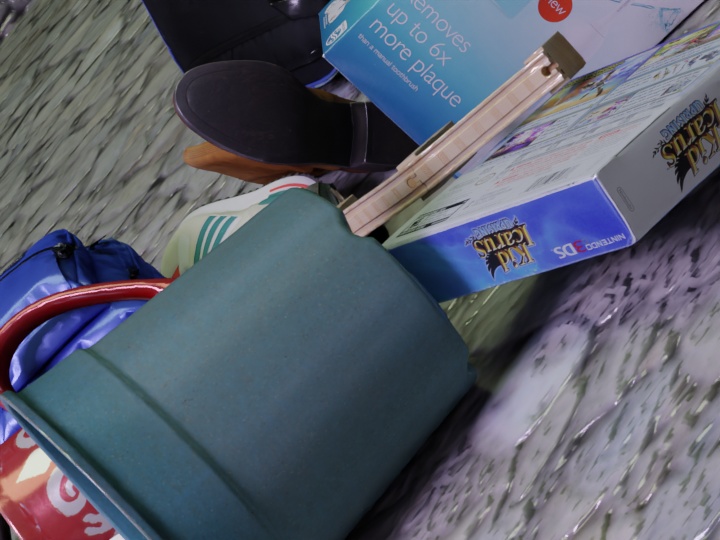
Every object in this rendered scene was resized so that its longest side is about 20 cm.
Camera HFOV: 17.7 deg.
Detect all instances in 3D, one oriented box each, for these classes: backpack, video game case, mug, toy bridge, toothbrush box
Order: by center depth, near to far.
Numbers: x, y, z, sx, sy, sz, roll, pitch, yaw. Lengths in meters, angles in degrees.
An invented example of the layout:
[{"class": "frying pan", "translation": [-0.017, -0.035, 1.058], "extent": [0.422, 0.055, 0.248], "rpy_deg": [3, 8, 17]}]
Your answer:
[{"class": "video game case", "translation": [0.128, -0.061, 1.227], "extent": [0.181, 0.046, 0.200], "rpy_deg": [-42, 13, -31]}, {"class": "toy bridge", "translation": [0.043, -0.064, 1.346], "extent": [0.200, 0.027, 0.067], "rpy_deg": [-37, 4, 32]}, {"class": "mug", "translation": [-0.130, 0.081, 1.411], "extent": [0.200, 0.178, 0.133], "rpy_deg": [-42, 13, 6]}, {"class": "toothbrush box", "translation": [0.094, -0.165, 1.417], "extent": [0.200, 0.146, 0.085], "rpy_deg": [-43, 20, 14]}, {"class": "backpack", "translation": [-0.181, 0.056, 1.576], "extent": [0.162, 0.168, 0.200], "rpy_deg": [-38, 17, 3]}, {"class": "backpack", "translation": [-0.066, -0.235, 1.858], "extent": [0.200, 0.183, 0.147], "rpy_deg": [-11, 20, 47]}]

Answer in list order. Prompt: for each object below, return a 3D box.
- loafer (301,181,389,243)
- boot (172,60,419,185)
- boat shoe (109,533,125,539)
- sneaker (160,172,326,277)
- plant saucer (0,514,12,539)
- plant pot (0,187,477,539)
[{"class": "loafer", "translation": [0.000, 0.000, 1.453], "extent": [0.063, 0.072, 0.200], "rpy_deg": [-25, 30, 7]}, {"class": "boot", "translation": [-0.077, -0.100, 1.632], "extent": [0.200, 0.188, 0.069], "rpy_deg": [-5, 85, 62]}, {"class": "boat shoe", "translation": [-0.158, 0.229, 1.348], "extent": [0.200, 0.072, 0.069], "rpy_deg": [-41, 41, 2]}, {"class": "sneaker", "translation": [-0.093, 0.000, 1.626], "extent": [0.200, 0.070, 0.093], "rpy_deg": [-22, 26, 48]}, {"class": "plant saucer", "translation": [-0.264, 0.155, 1.595], "extent": [0.034, 0.201, 0.200], "rpy_deg": [-11, 18, -8]}, {"class": "plant pot", "translation": [-0.054, 0.073, 1.245], "extent": [0.196, 0.200, 0.200], "rpy_deg": [-43, 18, -10]}]
